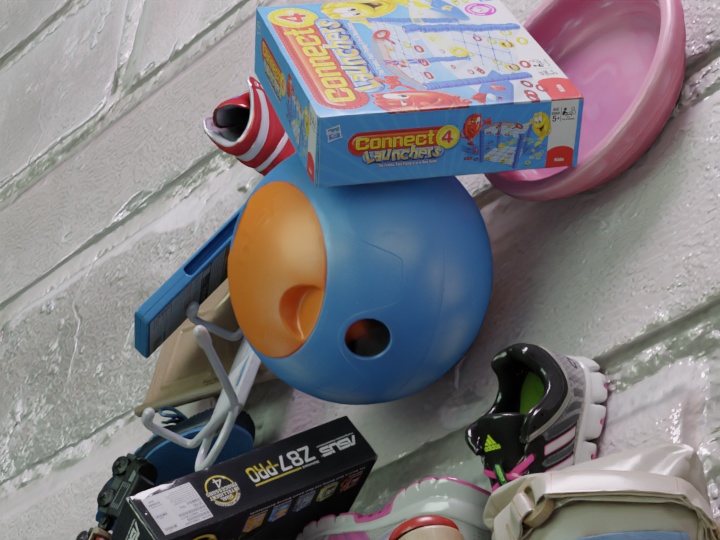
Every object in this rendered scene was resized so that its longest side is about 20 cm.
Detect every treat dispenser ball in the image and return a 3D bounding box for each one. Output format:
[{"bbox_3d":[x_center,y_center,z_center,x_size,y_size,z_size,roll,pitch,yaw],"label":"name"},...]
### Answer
[{"bbox_3d":[0.000,0.000,1.350,0.201,0.200,0.202,-35,38,34],"label":"treat dispenser ball"}]

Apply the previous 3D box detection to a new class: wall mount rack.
[{"bbox_3d":[-0.110,0.055,1.448,0.174,0.074,0.201,-48,18,52],"label":"wall mount rack"}]

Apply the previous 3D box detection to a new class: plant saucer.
[{"bbox_3d":[0.173,-0.137,1.366,0.200,0.051,0.201,-37,37,34],"label":"plant saucer"}]

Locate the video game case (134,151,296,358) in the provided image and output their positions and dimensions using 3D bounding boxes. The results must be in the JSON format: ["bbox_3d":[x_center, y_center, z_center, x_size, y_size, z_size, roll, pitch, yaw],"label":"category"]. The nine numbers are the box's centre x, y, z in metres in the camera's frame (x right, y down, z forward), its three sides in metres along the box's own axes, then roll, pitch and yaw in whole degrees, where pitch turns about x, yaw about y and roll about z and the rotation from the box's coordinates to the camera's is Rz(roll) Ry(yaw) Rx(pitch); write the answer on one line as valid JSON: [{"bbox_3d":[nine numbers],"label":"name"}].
[{"bbox_3d":[-0.118,-0.014,1.544,0.200,0.018,0.143,-46,-5,-15],"label":"video game case"}]

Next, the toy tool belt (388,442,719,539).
[{"bbox_3d":[0.121,0.185,1.063,0.199,0.125,0.123,-15,50,3],"label":"toy tool belt"}]

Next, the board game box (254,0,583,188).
[{"bbox_3d":[0.037,-0.138,1.332,0.200,0.195,0.056,-119,28,-55],"label":"board game box"}]

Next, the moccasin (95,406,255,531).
[{"bbox_3d":[-0.166,0.159,1.570,0.200,0.080,0.068,-32,31,34],"label":"moccasin"}]

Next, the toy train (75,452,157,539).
[{"bbox_3d":[-0.218,0.244,1.471,0.046,0.034,0.201,11,71,46],"label":"toy train"}]

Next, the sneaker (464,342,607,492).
[{"bbox_3d":[0.107,0.133,1.189,0.074,0.087,0.201,-20,48,46],"label":"sneaker"}]

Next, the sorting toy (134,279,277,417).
[{"bbox_3d":[-0.106,0.039,1.612,0.185,0.036,0.201,-18,40,40],"label":"sorting toy"}]

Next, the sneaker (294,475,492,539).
[{"bbox_3d":[0.015,0.215,1.258,0.200,0.081,0.089,-33,42,43],"label":"sneaker"}]

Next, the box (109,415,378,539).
[{"bbox_3d":[-0.097,0.195,1.289,0.049,0.199,0.162,50,134,24],"label":"box"}]

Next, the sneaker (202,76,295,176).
[{"bbox_3d":[-0.092,-0.160,1.706,0.071,0.112,0.200,-42,35,25],"label":"sneaker"}]
